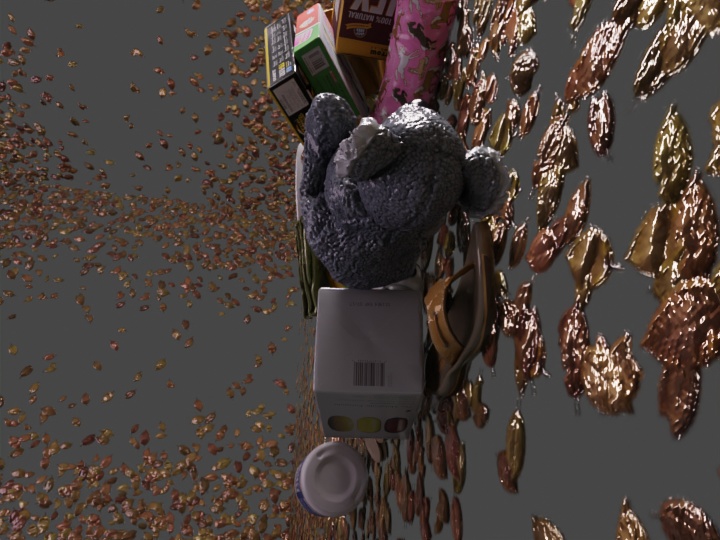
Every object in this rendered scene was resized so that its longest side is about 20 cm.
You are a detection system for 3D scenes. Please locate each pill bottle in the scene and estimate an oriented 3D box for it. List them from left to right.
[{"bbox_3d":[-0.056,0.358,1.069,0.201,0.108,0.114,116,158,-66],"label":"pill bottle"}]

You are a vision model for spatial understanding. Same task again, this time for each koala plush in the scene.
[{"bbox_3d":[0.036,-0.079,0.579,0.199,0.174,0.188,164,119,-69],"label":"koala plush"}]

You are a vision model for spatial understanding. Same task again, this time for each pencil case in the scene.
[{"bbox_3d":[0.065,-0.265,0.790,0.083,0.085,0.203,-49,-20,-44],"label":"pencil case"}]

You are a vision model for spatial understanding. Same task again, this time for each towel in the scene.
[{"bbox_3d":[-0.064,-0.019,0.952,0.200,0.036,0.152,-72,-22,-78],"label":"towel"}]

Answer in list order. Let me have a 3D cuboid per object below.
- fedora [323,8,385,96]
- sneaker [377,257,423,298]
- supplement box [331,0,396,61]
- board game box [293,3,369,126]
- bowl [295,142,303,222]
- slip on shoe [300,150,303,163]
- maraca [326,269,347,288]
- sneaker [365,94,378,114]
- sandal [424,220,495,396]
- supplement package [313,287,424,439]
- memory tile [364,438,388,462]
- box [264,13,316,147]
[{"bbox_3d":[-0.019,-0.327,1.045,0.082,0.196,0.205,-125,40,-58],"label":"fedora"},{"bbox_3d":[0.042,0.043,0.806,0.201,0.073,0.090,120,167,-59],"label":"sneaker"},{"bbox_3d":[0.039,-0.420,0.881,0.202,0.129,0.201,-97,16,-56],"label":"supplement box"},{"bbox_3d":[-0.038,-0.278,0.897,0.154,0.040,0.202,58,-166,-30],"label":"board game box"},{"bbox_3d":[-0.044,-0.143,1.216,0.199,0.073,0.205,4,-97,-64],"label":"bowl"},{"bbox_3d":[0.001,-0.163,0.926,0.061,0.196,0.077,55,-136,-38],"label":"slip on shoe"},{"bbox_3d":[0.000,0.000,0.895,0.200,0.104,0.141,-41,-45,-78],"label":"maraca"},{"bbox_3d":[0.028,-0.192,0.990,0.076,0.074,0.204,111,160,-54],"label":"sneaker"},{"bbox_3d":[0.079,0.045,0.569,0.202,0.053,0.081,104,169,-45],"label":"sandal"},{"bbox_3d":[0.009,0.113,0.713,0.201,0.111,0.112,89,-178,-63],"label":"supplement package"},{"bbox_3d":[-0.010,0.165,0.912,0.201,0.016,0.156,52,150,40],"label":"memory tile"},{"bbox_3d":[-0.074,-0.244,0.884,0.160,0.049,0.202,53,-163,-39],"label":"box"}]
